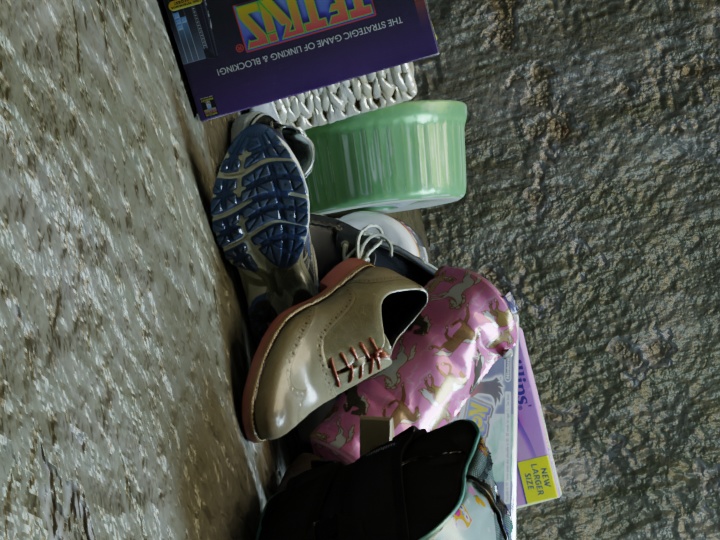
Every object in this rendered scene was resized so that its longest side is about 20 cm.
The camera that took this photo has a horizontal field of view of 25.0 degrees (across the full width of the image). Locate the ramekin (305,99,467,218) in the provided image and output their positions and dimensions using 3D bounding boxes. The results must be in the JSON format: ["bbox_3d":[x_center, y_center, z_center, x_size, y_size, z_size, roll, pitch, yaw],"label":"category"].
[{"bbox_3d":[0.019,-0.113,1.698,0.200,0.197,0.099,3,80,-83],"label":"ramekin"}]

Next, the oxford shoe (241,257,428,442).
[{"bbox_3d":[-0.018,0.058,1.208,0.200,0.074,0.071,-51,140,-41],"label":"oxford shoe"}]

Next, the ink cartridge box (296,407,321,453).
[{"bbox_3d":[0.016,0.153,1.366,0.068,0.114,0.203,-5,-79,65],"label":"ink cartridge box"}]

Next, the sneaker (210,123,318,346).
[{"bbox_3d":[-0.072,-0.028,1.271,0.086,0.076,0.202,-96,179,-60],"label":"sneaker"}]

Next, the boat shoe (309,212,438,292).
[{"bbox_3d":[0.000,0.000,1.393,0.062,0.199,0.076,-1,-113,60],"label":"boat shoe"}]

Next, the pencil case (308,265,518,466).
[{"bbox_3d":[0.044,0.091,1.277,0.086,0.200,0.083,26,-25,34],"label":"pencil case"}]

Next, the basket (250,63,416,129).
[{"bbox_3d":[-0.050,-0.265,1.507,0.201,0.159,0.199,-95,170,-45],"label":"basket"}]

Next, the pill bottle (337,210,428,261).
[{"bbox_3d":[0.015,-0.002,1.744,0.200,0.115,0.118,1,74,-84],"label":"pill bottle"}]

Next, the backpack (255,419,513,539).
[{"bbox_3d":[0.015,0.202,1.059,0.200,0.174,0.155,-40,111,-78],"label":"backpack"}]

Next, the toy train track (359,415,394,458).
[{"bbox_3d":[0.014,0.204,1.180,0.033,0.113,0.203,-38,128,-76],"label":"toy train track"}]

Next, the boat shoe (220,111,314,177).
[{"bbox_3d":[-0.071,-0.090,1.380,0.200,0.070,0.073,-88,162,-68],"label":"boat shoe"}]

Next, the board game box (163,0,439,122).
[{"bbox_3d":[-0.054,-0.224,1.252,0.057,0.197,0.167,-91,165,-71],"label":"board game box"}]

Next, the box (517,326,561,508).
[{"bbox_3d":[0.091,0.169,1.672,0.097,0.197,0.178,36,41,-80],"label":"box"}]

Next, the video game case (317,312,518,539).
[{"bbox_3d":[0.049,0.131,1.332,0.023,0.180,0.203,173,-81,-64],"label":"video game case"}]

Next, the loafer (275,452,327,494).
[{"bbox_3d":[-0.008,0.220,1.245,0.071,0.072,0.202,-90,165,-61],"label":"loafer"}]
